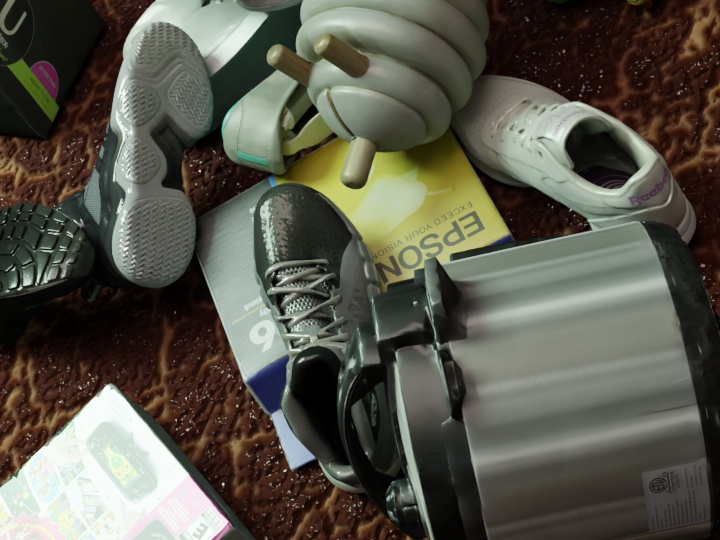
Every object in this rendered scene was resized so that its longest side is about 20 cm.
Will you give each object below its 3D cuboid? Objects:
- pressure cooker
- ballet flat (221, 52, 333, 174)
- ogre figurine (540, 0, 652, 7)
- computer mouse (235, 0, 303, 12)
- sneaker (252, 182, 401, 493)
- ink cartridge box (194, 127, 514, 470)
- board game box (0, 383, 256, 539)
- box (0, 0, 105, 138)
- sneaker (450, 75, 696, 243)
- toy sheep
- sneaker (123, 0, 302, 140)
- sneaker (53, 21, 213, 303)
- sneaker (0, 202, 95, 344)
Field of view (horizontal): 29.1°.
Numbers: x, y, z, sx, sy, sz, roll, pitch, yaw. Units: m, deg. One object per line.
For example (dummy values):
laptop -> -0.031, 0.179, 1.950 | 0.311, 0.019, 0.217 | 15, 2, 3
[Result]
pressure cooker -> 0.088, 0.071, 0.739 | 0.200, 0.179, 0.176 | -13, 87, 4
ballet flat -> -0.019, -0.139, 0.985 | 0.064, 0.067, 0.200 | 23, 58, 28
ogre figurine -> 0.178, -0.246, 0.945 | 0.200, 0.120, 0.098 | -37, 57, 0
computer mouse -> -0.032, -0.260, 1.021 | 0.109, 0.044, 0.200 | 3, 43, 30
sneaker -> -0.022, 0.033, 0.822 | 0.075, 0.115, 0.200 | -20, 80, 6
ink cartridge box -> 0.000, 0.000, 0.918 | 0.197, 0.047, 0.200 | -29, 51, 3
board game box -> -0.178, 0.193, 0.864 | 0.200, 0.064, 0.148 | -44, 54, -6
box -> -0.341, -0.204, 1.122 | 0.200, 0.149, 0.125 | 8, 63, 27
sneaker -> 0.128, -0.086, 0.881 | 0.075, 0.100, 0.200 | -48, 53, -9
toy sheep -> 0.017, -0.147, 0.897 | 0.138, 0.138, 0.200 | 13, 76, 29
sneaker -> -0.093, -0.199, 1.061 | 0.200, 0.074, 0.116 | -36, 56, 1
sneaker -> -0.168, -0.075, 0.987 | 0.114, 0.075, 0.200 | -20, 60, 45
sneaker -> -0.252, 0.010, 0.988 | 0.200, 0.088, 0.076 | -6, 53, 32
